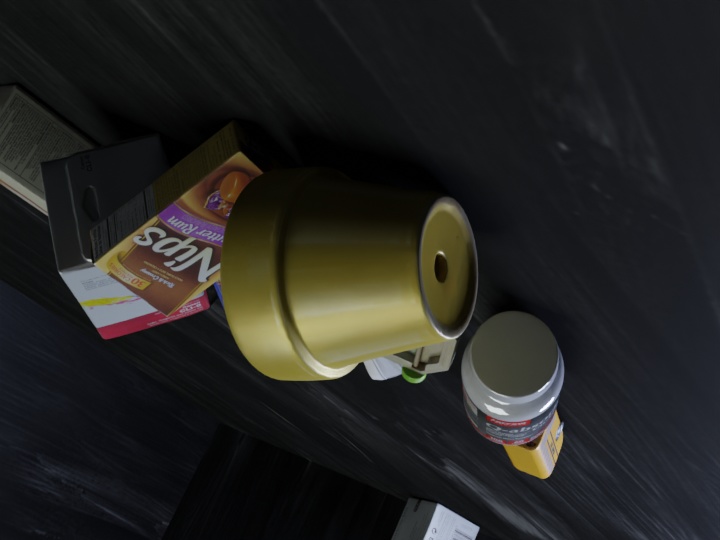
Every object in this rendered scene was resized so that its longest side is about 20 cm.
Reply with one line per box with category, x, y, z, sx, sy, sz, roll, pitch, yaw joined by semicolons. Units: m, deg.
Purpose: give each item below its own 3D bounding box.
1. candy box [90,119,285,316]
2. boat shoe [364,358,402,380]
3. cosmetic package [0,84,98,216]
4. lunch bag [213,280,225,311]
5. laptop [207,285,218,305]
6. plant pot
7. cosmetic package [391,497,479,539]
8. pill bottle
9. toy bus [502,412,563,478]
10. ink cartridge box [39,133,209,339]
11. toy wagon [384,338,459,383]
candy box;-0.166;-0.049;1.069;0.117;0.199;0.057;41;-158;-42
boat shoe;0.027;0.086;1.398;0.067;0.073;0.201;-9;138;12
cosmetic package;-0.399;-0.135;1.328;0.200;0.104;0.087;41;161;-35
lunch bag;-0.120;-0.032;1.196;0.149;0.094;0.202;-7;115;52
laptop;-0.286;-0.041;1.608;0.186;0.117;0.200;31;135;-17
plant pot;0.000;0.000;0.967;0.186;0.204;0.201;-3;150;31
cosmetic package;0.219;0.796;3.110;0.164;0.167;0.199;32;162;-17
pill bottle;0.171;0.122;1.176;0.114;0.117;0.200;22;164;15
toy bus;0.238;0.224;1.454;0.064;0.079;0.200;19;162;24
ink cartridge box;-0.273;-0.037;1.224;0.142;0.147;0.201;-15;157;-6
toy wagon;0.026;0.055;1.267;0.197;0.040;0.156;24;142;12
